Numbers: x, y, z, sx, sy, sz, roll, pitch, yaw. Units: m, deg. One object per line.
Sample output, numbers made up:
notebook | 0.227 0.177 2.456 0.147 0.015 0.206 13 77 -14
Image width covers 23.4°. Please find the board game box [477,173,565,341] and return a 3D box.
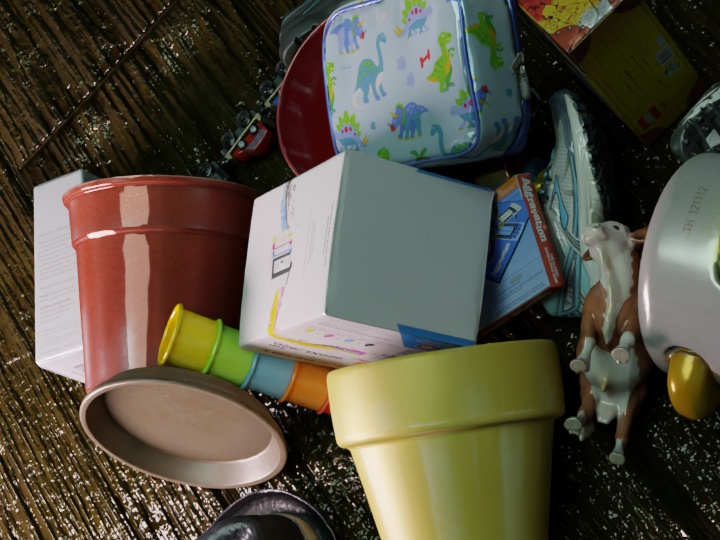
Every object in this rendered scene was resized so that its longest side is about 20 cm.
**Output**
board game box | 0.105 0.002 1.535 0.200 0.019 0.104 -38 65 54

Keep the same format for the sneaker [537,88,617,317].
sneaker | 0.174 -0.054 1.492 0.086 0.078 0.201 -10 87 20

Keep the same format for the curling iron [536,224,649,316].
curling iron | 0.238 -0.011 1.521 0.199 0.026 0.050 -28 58 22

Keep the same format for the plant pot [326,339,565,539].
plant pot | 0.080 0.166 1.469 0.200 0.200 0.190 -11 82 29

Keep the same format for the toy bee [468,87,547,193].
toy bee | 0.120 -0.084 1.574 0.131 0.109 0.201 -37 57 19

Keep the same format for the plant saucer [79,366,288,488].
plant saucer | -0.163 0.145 1.626 0.199 0.200 0.030 -9 52 30

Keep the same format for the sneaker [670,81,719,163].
sneaker | 0.340 -0.150 1.477 0.200 0.090 0.067 -35 96 -6

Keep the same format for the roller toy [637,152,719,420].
roller toy | 0.303 0.004 1.377 0.139 0.182 0.201 11 119 32

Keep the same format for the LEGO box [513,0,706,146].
LEGO box | 0.199 -0.215 1.510 0.077 0.200 0.149 -44 55 7

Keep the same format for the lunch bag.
lunch bag | 0.054 -0.167 1.481 0.199 0.082 0.162 -8 91 52

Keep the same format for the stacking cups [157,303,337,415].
stacking cups | -0.083 0.087 1.601 0.060 0.199 0.061 -163 90 -78

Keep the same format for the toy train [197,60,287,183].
toy train | -0.111 -0.137 1.788 0.046 0.034 0.200 43 99 32

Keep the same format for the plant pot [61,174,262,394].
plant pot | -0.192 0.026 1.697 0.200 0.200 0.197 -8 78 31

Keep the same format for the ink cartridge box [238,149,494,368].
ink cartridge box | 0.000 0.000 1.524 0.200 0.146 0.146 -22 58 63

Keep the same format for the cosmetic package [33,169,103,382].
cosmetic package | -0.282 0.008 1.806 0.074 0.102 0.201 -18 63 26

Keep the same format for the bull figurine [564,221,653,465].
bull figurine | 0.205 0.058 1.417 0.065 0.201 0.122 6 40 20

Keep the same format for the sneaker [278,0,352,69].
sneaker | 0.002 -0.273 1.738 0.199 0.076 0.079 -26 40 10

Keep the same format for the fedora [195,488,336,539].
fedora | -0.114 0.294 1.599 0.200 0.091 0.202 -12 67 30

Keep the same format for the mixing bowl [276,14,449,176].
mixing bowl | 0.031 -0.150 1.654 0.199 0.108 0.201 -11 69 29
